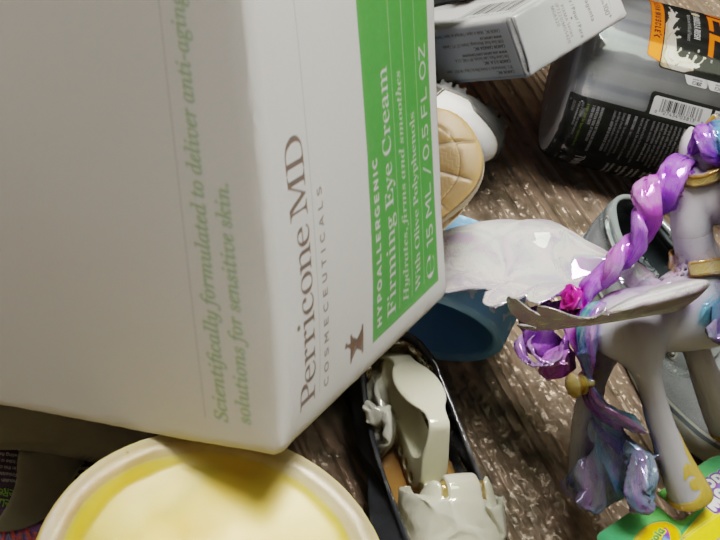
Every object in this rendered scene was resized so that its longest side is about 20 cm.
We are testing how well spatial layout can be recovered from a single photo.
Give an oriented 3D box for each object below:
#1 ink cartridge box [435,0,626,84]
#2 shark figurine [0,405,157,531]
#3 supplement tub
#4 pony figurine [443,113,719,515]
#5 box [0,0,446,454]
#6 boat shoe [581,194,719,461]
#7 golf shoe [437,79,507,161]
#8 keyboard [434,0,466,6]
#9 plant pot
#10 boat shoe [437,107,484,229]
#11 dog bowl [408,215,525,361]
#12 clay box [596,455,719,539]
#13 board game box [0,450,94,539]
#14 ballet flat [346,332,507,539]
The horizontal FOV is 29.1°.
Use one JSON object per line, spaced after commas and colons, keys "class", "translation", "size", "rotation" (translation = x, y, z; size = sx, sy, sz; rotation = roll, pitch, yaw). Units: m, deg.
{"class": "ink cartridge box", "translation": [0.105, -0.182, 0.949], "size": [0.173, 0.044, 0.200], "rotation": [-32, 21, -27]}
{"class": "shark figurine", "translation": [-0.176, 0.076, 0.616], "size": [0.214, 0.090, 0.129], "rotation": [-21, 79, -11]}
{"class": "supplement tub", "translation": [0.233, -0.115, 0.963], "size": [0.199, 0.123, 0.123], "rotation": [13, 44, -3]}
{"class": "pony figurine", "translation": [0.139, 0.025, 0.710], "size": [0.192, 0.201, 0.166], "rotation": [-18, 22, -21]}
{"class": "box", "translation": [-0.085, -0.061, 0.571], "size": [0.199, 0.200, 0.171], "rotation": [7, 24, 25]}
{"class": "boat shoe", "translation": [0.198, 0.035, 0.841], "size": [0.070, 0.072, 0.201], "rotation": [-13, 53, -27]}
{"class": "golf shoe", "translation": [-0.006, -0.075, 0.896], "size": [0.199, 0.078, 0.095], "rotation": [4, 48, 3]}
{"class": "keyboard", "translation": [0.013, -0.182, 0.928], "size": [0.127, 0.021, 0.200], "rotation": [-17, 15, -24]}
{"class": "plant pot", "translation": [-0.068, 0.171, 0.551], "size": [0.200, 0.189, 0.201], "rotation": [9, 45, -9]}
{"class": "boat shoe", "translation": [-0.021, -0.010, 0.712], "size": [0.199, 0.069, 0.074], "rotation": [-28, 79, 11]}
{"class": "dog bowl", "translation": [0.000, 0.000, 0.798], "size": [0.199, 0.112, 0.050], "rotation": [17, 67, 0]}
{"class": "clay box", "translation": [0.218, 0.194, 0.710], "size": [0.115, 0.048, 0.200], "rotation": [-23, 55, -33]}
{"class": "board game box", "translation": [-0.214, 0.074, 0.669], "size": [0.199, 0.032, 0.121], "rotation": [7, 73, -4]}
{"class": "ballet flat", "translation": [0.036, 0.111, 0.725], "size": [0.073, 0.073, 0.200], "rotation": [-2, 48, -18]}
